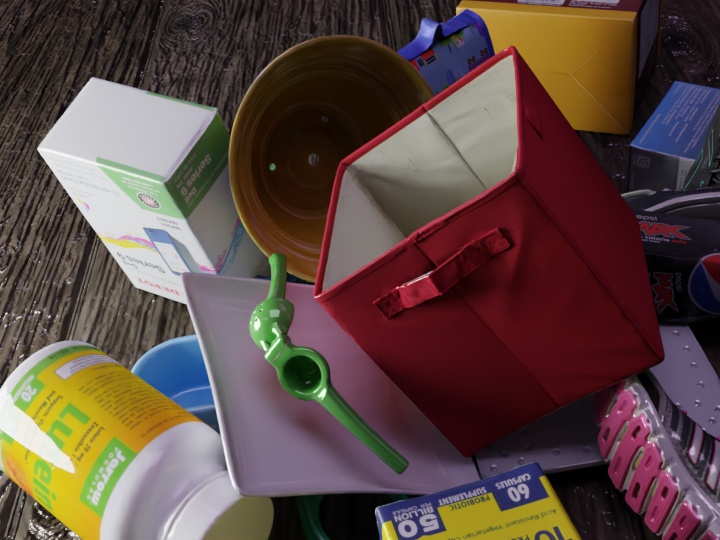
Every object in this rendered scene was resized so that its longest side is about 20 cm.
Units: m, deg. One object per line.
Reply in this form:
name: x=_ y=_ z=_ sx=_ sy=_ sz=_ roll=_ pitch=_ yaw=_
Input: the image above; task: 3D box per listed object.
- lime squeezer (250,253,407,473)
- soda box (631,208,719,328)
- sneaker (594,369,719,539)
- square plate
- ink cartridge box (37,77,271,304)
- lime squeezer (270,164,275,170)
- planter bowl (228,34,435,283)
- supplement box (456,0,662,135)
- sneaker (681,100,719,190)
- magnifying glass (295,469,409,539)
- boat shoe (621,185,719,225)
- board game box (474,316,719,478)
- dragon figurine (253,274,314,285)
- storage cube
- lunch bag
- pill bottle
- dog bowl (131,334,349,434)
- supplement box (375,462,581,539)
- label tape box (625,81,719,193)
lime squeezer: x=-0.040 y=0.060 z=0.749 sx=0.038 sy=0.071 sz=0.201 roll=-39 pitch=58 yaw=9
soda box: x=0.290 y=0.003 z=0.875 sx=0.196 sy=0.064 sz=0.071 roll=7 pitch=35 yaw=2
sneaker: x=0.232 y=0.139 z=0.717 sx=0.086 sy=0.074 sz=0.201 roll=-14 pitch=51 yaw=-22
square plate: x=-0.026 y=0.087 z=0.783 sx=0.195 sy=0.029 sz=0.202 roll=8 pitch=41 yaw=-30
ink cartridge box: x=-0.164 y=-0.056 z=0.940 sx=0.143 sy=0.201 sz=0.088 roll=17 pitch=62 yaw=28
lime squeezer: x=-0.084 y=-0.072 z=1.063 sx=0.037 sy=0.072 sz=0.199 roll=-11 pitch=33 yaw=-36
planter bowl: x=-0.028 y=-0.094 z=0.915 sx=0.198 sy=0.204 sz=0.083 roll=-22 pitch=15 yaw=-20
supplement box: x=0.232 y=-0.272 z=1.227 sx=0.194 sy=0.135 sz=0.201 roll=9 pitch=39 yaw=22
sneaker: x=0.325 y=-0.104 z=0.945 sx=0.074 sy=0.204 sz=0.079 roll=17 pitch=4 yaw=26
magnifying glass: x=-0.034 y=0.137 z=0.769 sx=0.079 sy=0.023 sz=0.200 roll=-21 pitch=53 yaw=-38
boat shoe: x=0.251 y=-0.042 z=0.933 sx=0.197 sy=0.076 sz=0.061 roll=-12 pitch=39 yaw=18
board game box: x=0.172 y=0.084 z=0.851 sx=0.196 sy=0.026 sz=0.201 roll=-8 pitch=36 yaw=-2
dragon figurine: x=0.000 y=0.000 z=0.957 sx=0.196 sy=0.059 sz=0.101 roll=-6 pitch=47 yaw=4
storage cube: x=0.093 y=-0.014 z=0.770 sx=0.170 sy=0.180 sz=0.201 roll=-31 pitch=27 yaw=25
lunch bag: x=0.073 y=-0.139 z=1.018 sx=0.093 sy=0.203 sz=0.150 roll=25 pitch=46 yaw=36
pill bottle: x=-0.159 y=0.141 z=0.751 sx=0.198 sy=0.112 sz=0.111 roll=28 pitch=48 yaw=30
dog bowl: x=-0.095 y=0.093 z=0.864 sx=0.196 sy=0.050 sz=0.112 roll=-9 pitch=36 yaw=-2
supplement box: x=0.089 y=0.226 z=0.602 sx=0.107 sy=0.111 sz=0.201 roll=-14 pitch=37 yaw=-9
label tape box: x=0.377 y=-0.110 z=1.045 sx=0.197 sy=0.064 sz=0.144 roll=17 pitch=43 yaw=28
